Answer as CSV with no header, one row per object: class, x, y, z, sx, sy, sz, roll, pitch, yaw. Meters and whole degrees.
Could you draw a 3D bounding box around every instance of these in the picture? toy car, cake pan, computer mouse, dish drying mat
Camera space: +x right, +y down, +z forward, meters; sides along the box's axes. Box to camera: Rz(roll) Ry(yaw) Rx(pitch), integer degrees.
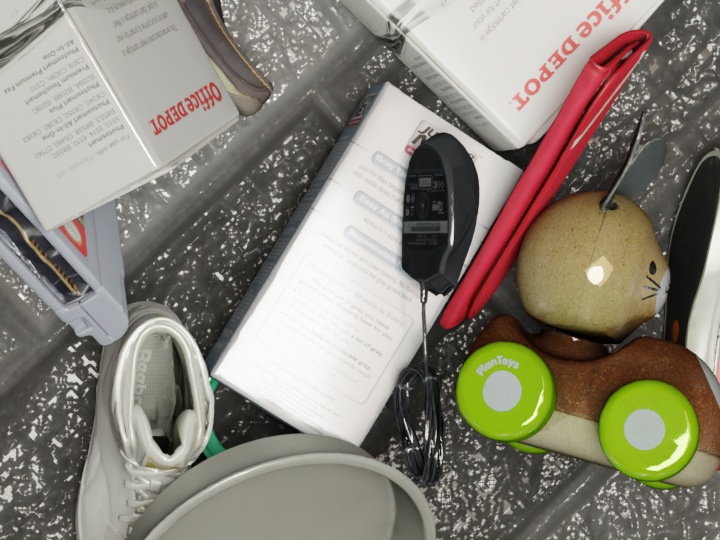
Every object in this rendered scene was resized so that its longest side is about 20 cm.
toy car,0.149,0.014,1.284,0.157,0.164,0.201,14,86,13
cake pan,-0.054,0.171,1.297,0.199,0.037,0.201,-14,132,-16
computer mouse,0.047,0.022,1.276,0.034,0.059,0.201,2,92,-29
dish drying mat,0.107,-0.051,1.300,0.018,0.077,0.201,35,125,10

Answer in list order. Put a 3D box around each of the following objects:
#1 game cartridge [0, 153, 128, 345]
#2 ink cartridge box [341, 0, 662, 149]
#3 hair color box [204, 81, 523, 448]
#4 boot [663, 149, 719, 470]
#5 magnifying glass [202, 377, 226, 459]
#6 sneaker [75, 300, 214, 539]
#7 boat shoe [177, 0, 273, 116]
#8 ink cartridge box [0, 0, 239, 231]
game cartridge,-0.194,-0.063,1.246,0.041,0.134,0.200,-29,133,10
ink cartridge box,0.066,-0.190,1.332,0.200,0.084,0.146,44,84,-8
hair color box,0.000,0.000,1.324,0.099,0.061,0.201,32,86,-9
boot,0.265,0.026,1.384,0.143,0.072,0.201,3,98,-9
magnifying glass,-0.027,0.040,1.359,0.079,0.022,0.200,38,83,-8
sneaker,-0.126,0.121,1.298,0.073,0.116,0.202,-1,92,-11
boat shoe,-0.109,-0.183,1.318,0.073,0.074,0.200,-38,97,-6
ink cartridge box,-0.165,-0.138,1.217,0.084,0.146,0.201,-26,97,20
